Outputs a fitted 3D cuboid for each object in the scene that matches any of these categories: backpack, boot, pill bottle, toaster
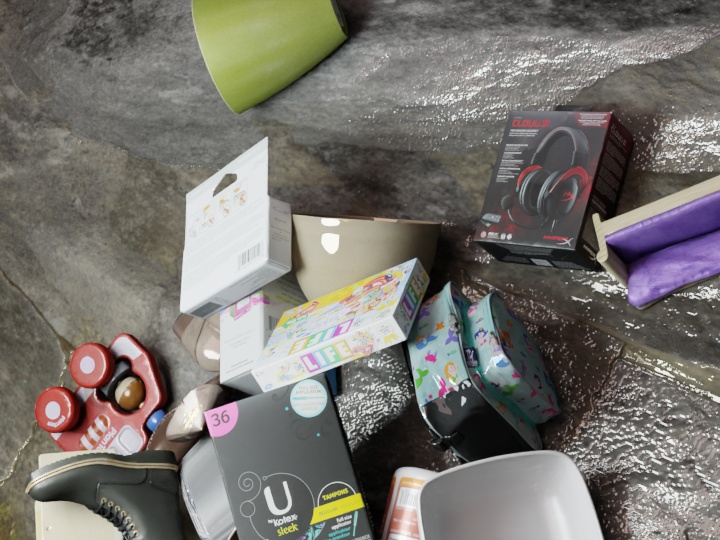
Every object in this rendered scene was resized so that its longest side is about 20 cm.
[{"bbox_3d":[0.131,0.112,1.451,0.150,0.177,0.201,-36,42,12],"label":"backpack"},{"bbox_3d":[-0.237,0.213,1.658,0.064,0.200,0.187,39,92,-2],"label":"boot"},{"bbox_3d":[-0.308,0.302,1.555,0.078,0.197,0.140,-50,51,51],"label":"boot"},{"bbox_3d":[-0.172,0.053,1.771,0.145,0.070,0.202,22,74,34],"label":"boot"},{"bbox_3d":[0.068,0.336,1.430,0.111,0.112,0.203,4,71,37],"label":"pill bottle"},{"bbox_3d":[-0.156,0.272,1.623,0.129,0.113,0.201,-42,52,14],"label":"toaster"}]

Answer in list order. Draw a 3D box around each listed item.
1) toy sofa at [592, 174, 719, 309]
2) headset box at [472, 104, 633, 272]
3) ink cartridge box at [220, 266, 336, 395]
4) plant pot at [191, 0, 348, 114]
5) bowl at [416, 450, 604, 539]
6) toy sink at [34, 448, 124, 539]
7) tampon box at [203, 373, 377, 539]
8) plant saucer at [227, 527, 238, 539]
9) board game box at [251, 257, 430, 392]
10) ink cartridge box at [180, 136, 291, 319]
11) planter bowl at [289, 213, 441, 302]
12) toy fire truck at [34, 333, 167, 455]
[{"bbox_3d":[0.370,-0.041,1.411,0.198,0.083,0.099,-23,56,26],"label":"toy sofa"},{"bbox_3d":[0.240,-0.110,1.542,0.147,0.075,0.203,7,73,38],"label":"headset box"},{"bbox_3d":[-0.110,0.064,1.664,0.084,0.144,0.203,-23,56,35],"label":"ink cartridge box"},{"bbox_3d":[-0.124,-0.358,1.877,0.197,0.188,0.189,-18,58,10],"label":"plant pot"},{"bbox_3d":[0.160,0.306,1.350,0.197,0.075,0.203,-9,72,-12],"label":"bowl"},{"bbox_3d":[-0.379,0.346,1.677,0.110,0.201,0.132,-3,57,-14],"label":"toy sink"},{"bbox_3d":[-0.078,0.240,1.452,0.148,0.126,0.203,-18,80,-1],"label":"tampon box"},{"bbox_3d":[-0.073,0.373,1.512,0.197,0.034,0.204,0,82,2],"label":"plant saucer"},{"bbox_3d":[-0.022,0.064,1.470,0.198,0.034,0.135,-23,21,26],"label":"board game box"},{"bbox_3d":[-0.162,-0.051,1.619,0.199,0.043,0.176,-28,53,44],"label":"ink cartridge box"},{"bbox_3d":[0.000,0.000,1.603,0.198,0.199,0.137,7,95,37],"label":"planter bowl"},{"bbox_3d":[-0.360,0.204,1.821,0.168,0.112,0.201,41,96,17],"label":"toy fire truck"}]
